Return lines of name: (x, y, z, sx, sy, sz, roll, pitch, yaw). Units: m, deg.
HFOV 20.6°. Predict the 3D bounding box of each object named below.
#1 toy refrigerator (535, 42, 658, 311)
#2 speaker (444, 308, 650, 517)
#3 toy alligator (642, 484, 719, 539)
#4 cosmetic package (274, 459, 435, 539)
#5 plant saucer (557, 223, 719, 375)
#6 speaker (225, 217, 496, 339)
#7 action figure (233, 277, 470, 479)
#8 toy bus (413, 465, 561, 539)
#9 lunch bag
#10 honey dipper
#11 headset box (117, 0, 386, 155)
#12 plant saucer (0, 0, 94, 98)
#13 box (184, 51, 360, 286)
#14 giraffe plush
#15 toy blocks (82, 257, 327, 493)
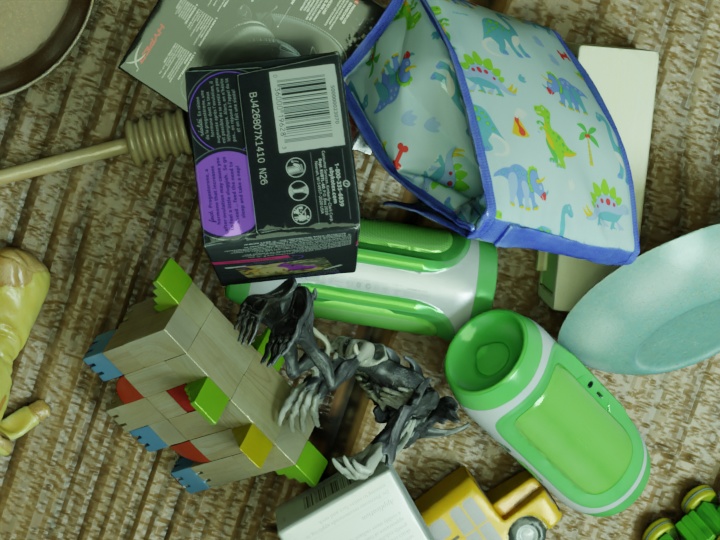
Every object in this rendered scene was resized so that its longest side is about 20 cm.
toy refrigerator: (0.179, -0.072, 1.529, 0.069, 0.076, 0.202, 4, 99, -5)
speaker: (0.145, 0.110, 1.507, 0.088, 0.089, 0.200, -44, 131, 2)
toy alligator: (0.253, 0.239, 1.594, 0.200, 0.059, 0.054, -42, 140, 2)
cosmetic package: (0.025, 0.249, 1.501, 0.101, 0.074, 0.201, -28, 99, 1)
plant saucer: (0.247, 0.033, 1.495, 0.199, 0.201, 0.039, -22, 64, -1)
speaker: (0.000, 0.000, 1.512, 0.198, 0.088, 0.089, 9, 98, -6)
action figure: (-0.009, 0.091, 1.443, 0.200, 0.119, 0.103, 40, 80, -34)
toy bus: (0.060, 0.223, 1.568, 0.199, 0.065, 0.079, -38, 98, 2)
lunch bag: (0.099, -0.088, 1.414, 0.169, 0.201, 0.128, 9, 130, -42)
honey dipper: (-0.228, -0.085, 1.517, 0.198, 0.038, 0.038, -13, 99, 1)
headset box: (-0.061, -0.162, 1.496, 0.199, 0.077, 0.150, 32, 95, -9)
plant saucer: (-0.296, -0.229, 1.490, 0.198, 0.034, 0.203, -1, 99, -5)
box: (-0.057, -0.065, 1.361, 0.105, 0.200, 0.124, -6, 83, -2)
giraffe plush: (-0.313, 0.070, 1.465, 0.171, 0.162, 0.202, -7, 98, -4)
toy blocks: (-0.132, 0.093, 1.508, 0.136, 0.100, 0.200, -19, 122, 42)
